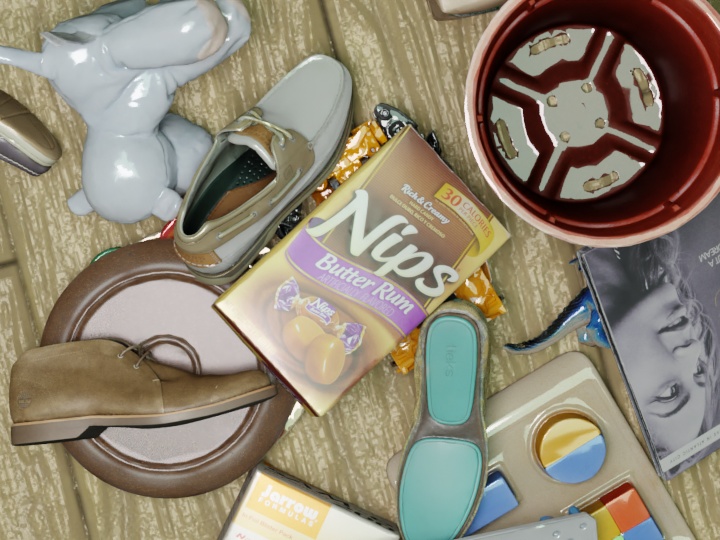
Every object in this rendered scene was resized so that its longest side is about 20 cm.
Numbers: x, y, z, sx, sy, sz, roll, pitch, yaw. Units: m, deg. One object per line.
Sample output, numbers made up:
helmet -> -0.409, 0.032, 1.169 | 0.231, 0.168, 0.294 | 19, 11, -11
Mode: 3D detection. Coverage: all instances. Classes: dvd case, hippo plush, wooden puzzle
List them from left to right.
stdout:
hippo plush -> -0.156, -0.118, 1.588 | 0.159, 0.200, 0.161 | -4, 105, 31
wooden puzzle -> 0.145, 0.192, 1.669 | 0.185, 0.046, 0.200 | -31, 92, 1
dvd case -> 0.259, 0.041, 1.630 | 0.149, 0.016, 0.200 | -29, 111, -19

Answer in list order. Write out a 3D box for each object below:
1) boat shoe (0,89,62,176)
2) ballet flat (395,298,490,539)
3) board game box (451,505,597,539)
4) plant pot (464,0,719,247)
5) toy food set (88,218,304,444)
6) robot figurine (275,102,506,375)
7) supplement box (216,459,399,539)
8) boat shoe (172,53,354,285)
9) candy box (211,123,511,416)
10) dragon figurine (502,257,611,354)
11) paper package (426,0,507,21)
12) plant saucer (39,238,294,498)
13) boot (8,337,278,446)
boat shoe -> -0.325, -0.125, 1.640 | 0.200, 0.072, 0.065 | 32, 103, -5
ballet flat -> 0.068, 0.117, 1.625 | 0.071, 0.071, 0.200 | 5, 104, -1
board game box -> 0.088, 0.288, 1.635 | 0.200, 0.026, 0.200 | -11, 113, -11
plant pot -> 0.170, -0.120, 1.582 | 0.201, 0.195, 0.201 | 0, 92, -1
toy food set -> -0.129, 0.057, 1.657 | 0.200, 0.049, 0.198 | 24, 92, -1
robot figurine -> 0.019, -0.028, 1.652 | 0.145, 0.058, 0.200 | -31, 93, 0
supplement box -> -0.067, 0.264, 1.654 | 0.126, 0.074, 0.200 | 25, 91, -3
boat shoe -> -0.070, -0.084, 1.587 | 0.075, 0.068, 0.200 | 25, 74, 20
candy box -> 0.000, 0.000, 1.587 | 0.200, 0.056, 0.117 | -44, 93, -9
dragon figurine -> 0.198, 0.008, 1.655 | 0.200, 0.059, 0.099 | -10, 90, -5
paper package -> 0.126, -0.305, 1.621 | 0.200, 0.103, 0.191 | -17, 92, -1
plant saucer -> -0.147, 0.076, 1.618 | 0.200, 0.034, 0.200 | 0, 92, -2
boot -> -0.162, 0.082, 1.570 | 0.200, 0.074, 0.076 | -6, 82, 1
